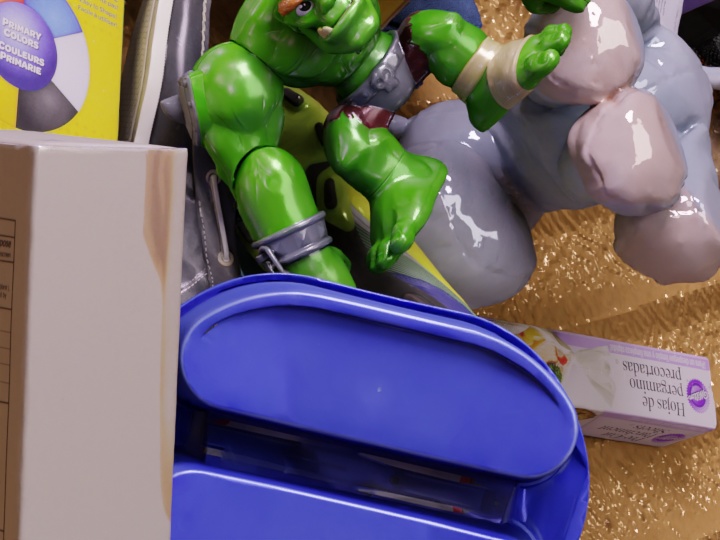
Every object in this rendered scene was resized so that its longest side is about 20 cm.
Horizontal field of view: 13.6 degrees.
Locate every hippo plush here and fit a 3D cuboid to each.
[{"bbox_3d":[0.073,-0.070,1.392,0.160,0.160,0.200,59,23,-28],"label":"hippo plush"}]

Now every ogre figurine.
[{"bbox_3d":[0.002,-0.085,1.260,0.120,0.200,0.098,38,13,-8],"label":"ogre figurine"}]

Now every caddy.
[{"bbox_3d":[-0.003,0.078,1.208,0.199,0.105,0.142,14,88,-4],"label":"caddy"}]

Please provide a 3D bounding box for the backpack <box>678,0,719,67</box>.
[{"bbox_3d":[0.267,-0.159,1.648,0.200,0.153,0.176,40,44,-36],"label":"backpack"}]

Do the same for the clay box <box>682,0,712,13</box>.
[{"bbox_3d":[0.095,-0.205,1.513,0.200,0.115,0.048,44,49,-23],"label":"clay box"}]

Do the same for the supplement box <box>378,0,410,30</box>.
[{"bbox_3d":[-0.031,-0.223,1.323,0.200,0.103,0.131,38,29,-15],"label":"supplement box"}]

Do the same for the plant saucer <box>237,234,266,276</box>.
[{"bbox_3d":[-0.012,0.044,1.322,0.070,0.019,0.200,1,51,-45],"label":"plant saucer"}]

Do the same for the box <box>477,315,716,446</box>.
[{"bbox_3d":[0.094,0.053,1.461,0.200,0.041,0.039,11,67,-44],"label":"box"}]

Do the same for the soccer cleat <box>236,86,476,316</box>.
[{"bbox_3d":[-0.001,0.001,1.330,0.200,0.065,0.084,55,6,27],"label":"soccer cleat"}]

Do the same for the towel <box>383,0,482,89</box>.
[{"bbox_3d":[-0.037,-0.163,1.401,0.200,0.049,0.112,20,40,-38],"label":"towel"}]

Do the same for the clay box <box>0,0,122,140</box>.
[{"bbox_3d":[-0.156,-0.095,1.251,0.115,0.048,0.201,20,62,-39],"label":"clay box"}]

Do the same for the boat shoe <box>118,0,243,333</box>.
[{"bbox_3d":[-0.074,-0.042,1.296,0.067,0.072,0.201,6,74,-15],"label":"boat shoe"}]

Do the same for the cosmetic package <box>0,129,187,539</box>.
[{"bbox_3d":[-0.124,0.048,1.145,0.071,0.105,0.201,0,97,-38],"label":"cosmetic package"}]
